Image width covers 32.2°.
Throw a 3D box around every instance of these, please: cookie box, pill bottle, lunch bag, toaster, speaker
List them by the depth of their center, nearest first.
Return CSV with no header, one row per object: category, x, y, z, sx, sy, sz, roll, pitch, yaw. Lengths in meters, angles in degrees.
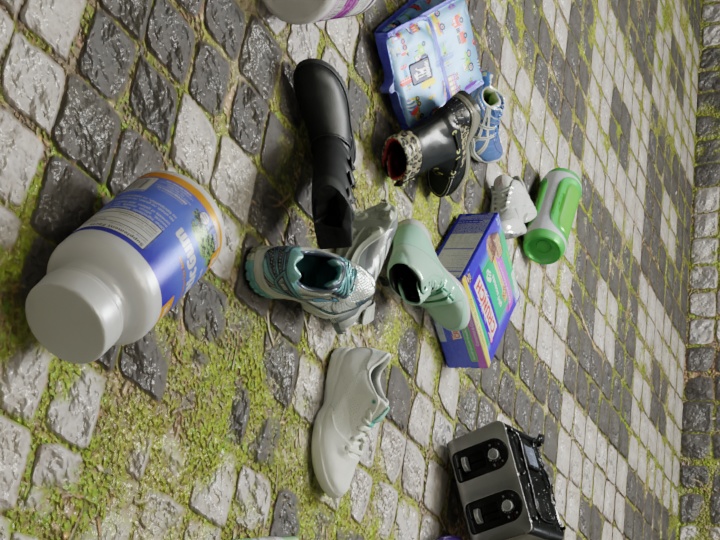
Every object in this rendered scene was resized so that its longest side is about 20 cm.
pill bottle,-0.217,-0.002,1.154,0.200,0.112,0.113,-54,133,-52
pill bottle,-0.037,-0.373,1.571,0.200,0.112,0.113,-31,114,-61
lunch bag,0.085,-0.310,1.856,0.200,0.094,0.151,-41,125,-43
toaster,0.231,0.344,1.952,0.200,0.118,0.182,31,42,-59
cookie box,0.180,0.030,1.988,0.200,0.075,0.172,-57,136,-49
speaker,0.364,-0.104,2.359,0.089,0.088,0.200,65,34,-36

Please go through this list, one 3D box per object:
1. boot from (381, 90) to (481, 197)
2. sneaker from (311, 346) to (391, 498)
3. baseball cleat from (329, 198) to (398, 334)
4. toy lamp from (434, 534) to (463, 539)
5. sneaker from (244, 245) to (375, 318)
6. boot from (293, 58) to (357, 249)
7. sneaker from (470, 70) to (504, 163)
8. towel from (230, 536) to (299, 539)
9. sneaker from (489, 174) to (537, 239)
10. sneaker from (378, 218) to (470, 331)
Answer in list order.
boot,0.093,-0.162,1.847,0.153,0.073,0.204,-32,155,-29
sneaker,-0.005,0.190,1.591,0.075,0.088,0.201,43,50,-55
baseball cleat,0.000,0.000,1.663,0.200,0.069,0.107,-56,141,-37
toy lamp,0.160,0.444,1.922,0.200,0.058,0.059,38,53,-59
sneaker,-0.042,0.014,1.499,0.200,0.086,0.078,10,78,-47
boot,-0.045,-0.144,1.524,0.200,0.065,0.165,-84,156,-52
sneaker,0.205,-0.252,2.071,0.200,0.077,0.076,58,37,-45
towel,-0.117,0.378,1.410,0.200,0.031,0.150,16,74,-62
sneaker,0.246,-0.111,2.155,0.200,0.078,0.100,-49,123,-66
sneaker,0.092,0.037,1.814,0.201,0.073,0.118,58,31,-27
